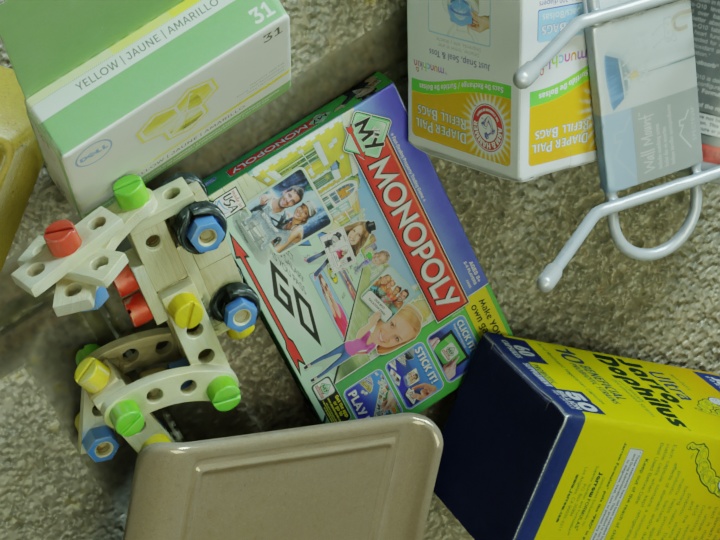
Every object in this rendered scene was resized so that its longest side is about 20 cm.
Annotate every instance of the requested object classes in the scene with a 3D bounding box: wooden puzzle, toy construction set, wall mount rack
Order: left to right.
[{"bbox_3d":[-0.125,0.021,1.112,0.130,0.092,0.201,-27,144,-8],"label":"toy construction set"},{"bbox_3d":[-0.056,0.174,1.203,0.199,0.037,0.187,-2,116,-31],"label":"wooden puzzle"},{"bbox_3d":[0.148,-0.080,1.086,0.173,0.074,0.202,-19,116,-20],"label":"wall mount rack"}]

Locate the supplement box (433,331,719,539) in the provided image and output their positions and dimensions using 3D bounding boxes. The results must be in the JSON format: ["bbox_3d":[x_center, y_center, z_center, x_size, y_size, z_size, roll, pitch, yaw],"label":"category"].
[{"bbox_3d":[0.161,0.123,1.251,0.199,0.109,0.110,11,110,-32],"label":"supplement box"}]

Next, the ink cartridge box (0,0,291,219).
[{"bbox_3d":[-0.107,-0.112,1.036,0.145,0.200,0.048,-34,77,-11],"label":"ink cartridge box"}]

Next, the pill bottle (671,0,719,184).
[{"bbox_3d":[0.224,-0.159,1.191,0.115,0.116,0.202,5,107,-23],"label":"pill bottle"}]

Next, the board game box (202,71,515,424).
[{"bbox_3d":[0.000,0.000,1.205,0.134,0.029,0.201,-32,117,-8],"label":"board game box"}]

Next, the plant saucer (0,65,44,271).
[{"bbox_3d":[-0.277,-0.032,1.071,0.199,0.048,0.201,18,100,-26],"label":"plant saucer"}]

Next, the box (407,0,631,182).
[{"bbox_3d":[0.098,-0.165,1.131,0.112,0.101,0.202,-15,114,-36],"label":"box"}]
